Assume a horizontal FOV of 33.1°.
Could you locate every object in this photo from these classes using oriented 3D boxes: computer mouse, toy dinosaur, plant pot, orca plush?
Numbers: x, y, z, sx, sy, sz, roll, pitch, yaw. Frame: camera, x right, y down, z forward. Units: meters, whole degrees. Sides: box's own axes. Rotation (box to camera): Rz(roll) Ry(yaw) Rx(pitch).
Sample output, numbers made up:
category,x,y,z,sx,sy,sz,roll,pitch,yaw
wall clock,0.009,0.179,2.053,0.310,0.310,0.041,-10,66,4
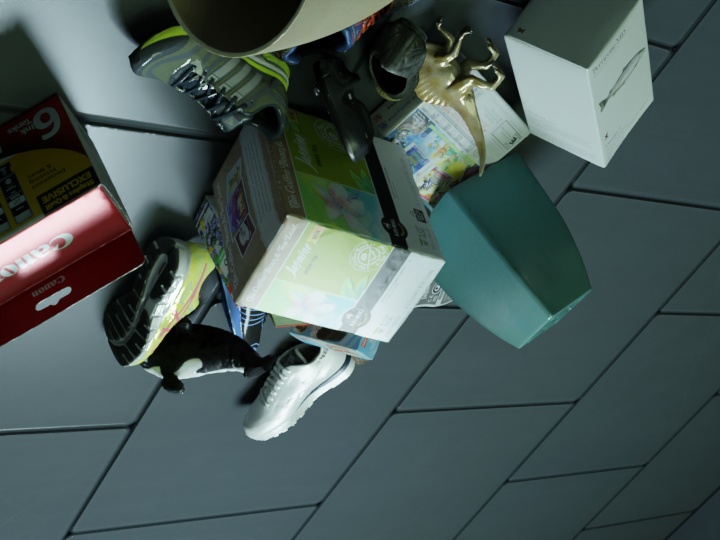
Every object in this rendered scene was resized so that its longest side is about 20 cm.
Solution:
category,x,y,z,sx,sy,sz,roll,pitch,yaw
computer mouse,0.070,0.019,1.686,0.199,0.044,0.110,-6,125,-45
toy dinosaur,0.111,-0.213,1.362,0.101,0.058,0.200,-31,111,25
plant pot,0.190,-0.015,1.561,0.141,0.200,0.141,-30,167,-36
plant pot,-0.046,-0.287,1.098,0.199,0.188,0.188,-11,144,-51
orca plush,-0.204,0.094,1.475,0.105,0.199,0.071,-48,132,-26

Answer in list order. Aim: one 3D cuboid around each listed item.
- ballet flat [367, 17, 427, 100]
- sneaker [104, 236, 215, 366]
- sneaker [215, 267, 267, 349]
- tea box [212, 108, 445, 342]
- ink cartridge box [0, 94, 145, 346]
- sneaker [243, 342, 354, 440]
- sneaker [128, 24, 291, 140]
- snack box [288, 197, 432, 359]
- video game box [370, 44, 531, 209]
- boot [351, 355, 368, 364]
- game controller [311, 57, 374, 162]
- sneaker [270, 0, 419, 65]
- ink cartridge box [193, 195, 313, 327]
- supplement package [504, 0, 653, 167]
category,x,y,z,sx,sy,sz,roll,pitch,yaw
ballet flat,0.030,-0.216,1.286,0.057,0.066,0.200,-52,179,-7
sneaker,-0.233,0.042,1.446,0.090,0.078,0.200,-7,144,-49
sneaker,-0.134,0.033,1.521,0.077,0.070,0.201,-17,144,-11
tea box,-0.041,-0.054,1.324,0.195,0.201,0.134,14,127,-28
ink cartridge box,-0.330,-0.041,1.158,0.199,0.176,0.084,-31,148,-3
sneaker,-0.102,0.158,1.723,0.200,0.077,0.080,-44,135,9
sneaker,-0.140,-0.185,1.202,0.199,0.082,0.074,8,151,-44
snack box,0.000,0.000,1.458,0.037,0.116,0.201,35,72,-45
video game box,0.095,-0.162,1.482,0.182,0.047,0.200,-42,146,10
boot,0.034,0.032,1.562,0.075,0.096,0.202,-54,146,-64
game controller,-0.016,-0.167,1.250,0.042,0.105,0.200,-13,-171,6
sneaker,-0.015,-0.257,1.232,0.199,0.079,0.076,-24,147,-13
ink cartridge box,-0.102,-0.001,1.380,0.108,0.201,0.051,-3,139,-37
supplement package,0.261,-0.238,1.428,0.117,0.117,0.200,-52,150,-13
